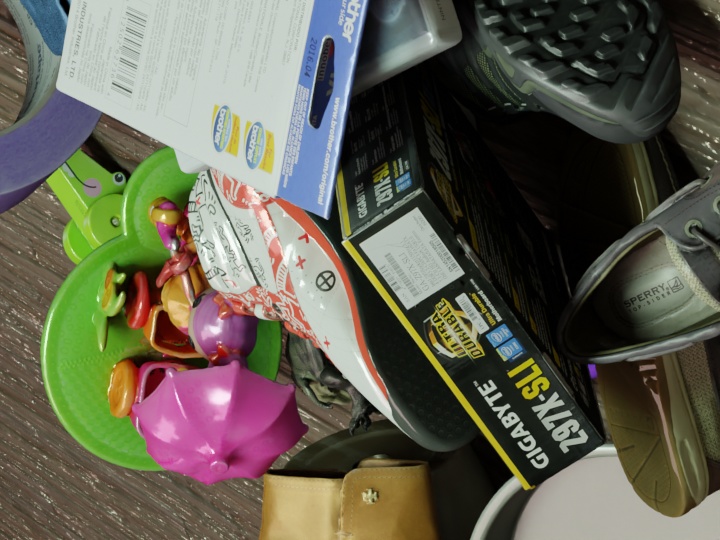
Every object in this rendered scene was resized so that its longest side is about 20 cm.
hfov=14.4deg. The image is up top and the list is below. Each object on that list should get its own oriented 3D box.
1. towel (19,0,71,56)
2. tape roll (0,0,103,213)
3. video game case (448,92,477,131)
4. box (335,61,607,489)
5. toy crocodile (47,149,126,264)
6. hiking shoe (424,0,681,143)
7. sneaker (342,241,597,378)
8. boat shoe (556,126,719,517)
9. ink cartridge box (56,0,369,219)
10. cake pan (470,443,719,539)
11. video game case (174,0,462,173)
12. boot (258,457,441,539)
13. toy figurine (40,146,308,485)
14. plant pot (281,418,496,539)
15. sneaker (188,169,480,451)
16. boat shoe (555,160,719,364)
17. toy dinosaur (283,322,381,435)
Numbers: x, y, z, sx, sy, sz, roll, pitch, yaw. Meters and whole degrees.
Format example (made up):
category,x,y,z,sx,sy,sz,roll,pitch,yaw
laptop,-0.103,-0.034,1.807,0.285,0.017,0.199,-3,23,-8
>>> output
category,x,y,z,sx,sy,sz,roll,pitch,yaw
towel,-0.178,-0.203,1.436,0.201,0.048,0.112,62,163,-6
tape roll,-0.243,-0.130,1.632,0.200,0.200,0.085,50,157,-6
video game case,-0.020,-0.125,1.483,0.199,0.018,0.144,31,151,33
box,0.045,-0.014,1.335,0.160,0.049,0.200,51,-166,-26
toy crocodile,-0.135,-0.002,1.827,0.200,0.062,0.067,53,157,1
hiking shoe,0.080,-0.104,1.292,0.200,0.076,0.101,41,164,40
sneaker,0.089,0.042,1.502,0.099,0.070,0.199,33,154,-35
boat shoe,0.145,0.016,1.360,0.073,0.065,0.201,19,125,54
ink cartridge box,-0.058,-0.110,1.290,0.200,0.042,0.120,28,113,44
cake pan,0.152,0.179,1.514,0.199,0.037,0.202,9,113,22
video game case,-0.048,-0.160,1.320,0.199,0.023,0.183,-23,83,48
boot,0.037,0.180,1.592,0.200,0.145,0.071,6,-173,6
toy figurine,-0.084,0.040,1.612,0.149,0.202,0.184,9,-171,-21
plant pot,0.026,0.190,1.712,0.199,0.199,0.175,11,121,54
sneaker,-0.014,0.013,1.442,0.202,0.067,0.108,56,149,6
boat shoe,0.160,-0.008,1.237,0.072,0.065,0.200,54,136,-3
toy dinosaur,-0.016,0.040,1.700,0.088,0.047,0.201,42,153,31
